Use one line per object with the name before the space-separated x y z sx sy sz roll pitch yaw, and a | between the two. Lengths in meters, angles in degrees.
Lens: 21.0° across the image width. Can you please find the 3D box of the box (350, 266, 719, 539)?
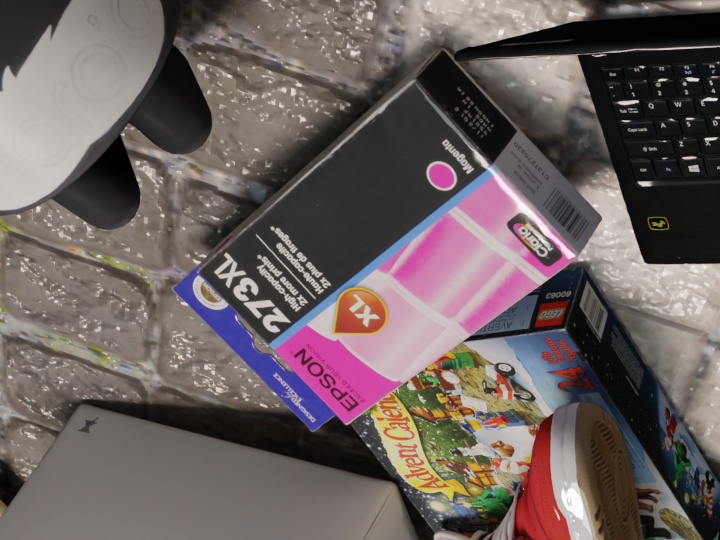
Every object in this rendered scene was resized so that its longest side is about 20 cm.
box | 0.082 0.085 0.907 0.136 0.038 0.200 -10 133 33

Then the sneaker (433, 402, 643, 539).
sneaker | 0.069 0.129 0.876 0.112 0.071 0.200 1 140 18

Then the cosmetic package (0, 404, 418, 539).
cosmetic package | -0.064 0.192 1.009 0.199 0.123 0.200 10 141 31

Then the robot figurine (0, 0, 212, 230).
robot figurine | -0.148 -0.101 0.717 0.200 0.151 0.125 38 154 -30

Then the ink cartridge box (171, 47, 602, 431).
ink cartridge box | 0.000 0.000 0.812 0.095 0.037 0.200 46 133 -6

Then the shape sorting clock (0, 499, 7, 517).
shape sorting clock | -0.278 0.144 1.143 0.199 0.039 0.200 14 142 11

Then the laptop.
laptop | 0.153 -0.038 0.674 0.177 0.103 0.200 0 138 25
